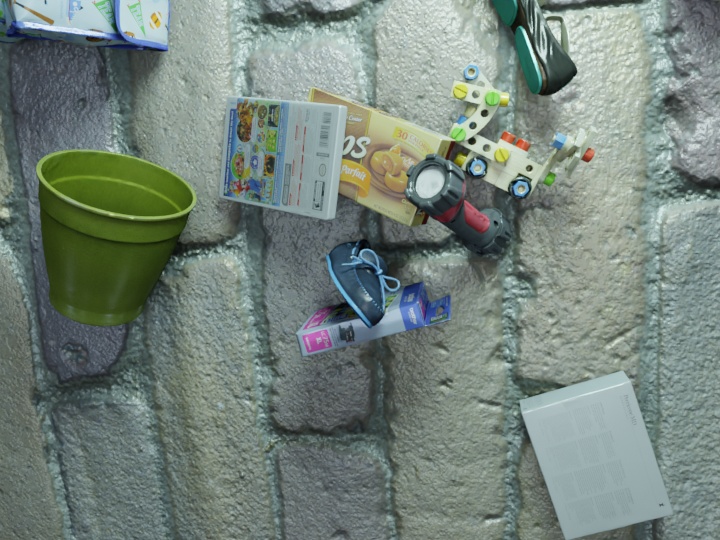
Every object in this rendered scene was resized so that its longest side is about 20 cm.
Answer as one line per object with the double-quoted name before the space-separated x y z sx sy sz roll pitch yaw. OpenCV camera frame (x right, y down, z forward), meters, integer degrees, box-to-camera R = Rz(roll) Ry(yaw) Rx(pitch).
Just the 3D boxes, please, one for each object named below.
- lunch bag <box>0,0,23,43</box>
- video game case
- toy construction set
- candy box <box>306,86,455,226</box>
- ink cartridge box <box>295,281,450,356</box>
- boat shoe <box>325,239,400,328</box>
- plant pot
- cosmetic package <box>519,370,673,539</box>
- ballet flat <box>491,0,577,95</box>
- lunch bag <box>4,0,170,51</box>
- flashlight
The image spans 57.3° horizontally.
"lunch bag" -0.500 -0.408 0.866 0.082 0.161 0.201 -8 97 16
"video game case" -0.109 -0.153 0.877 0.199 0.018 0.144 14 103 33
"toy construction set" 0.193 -0.168 0.841 0.199 0.092 0.132 29 103 14
"candy box" 0.009 -0.148 0.852 0.199 0.055 0.116 27 109 23
"ink cartridge box" 0.022 0.060 0.889 0.199 0.119 0.042 -13 100 11
"boat shoe" 0.000 0.000 0.843 0.068 0.200 0.084 -33 120 3
"plant pot" -0.346 -0.035 0.906 0.200 0.200 0.194 23 114 4
"cosmetic package" 0.324 0.257 0.914 0.150 0.052 0.201 -18 97 14
"ballet flat" 0.212 -0.313 0.818 0.068 0.068 0.201 -21 88 -5
"lunch bag" -0.343 -0.378 0.847 0.199 0.124 0.171 -3 104 -34
"flashlight" 0.130 -0.076 0.813 0.067 0.200 0.068 -5 73 35
